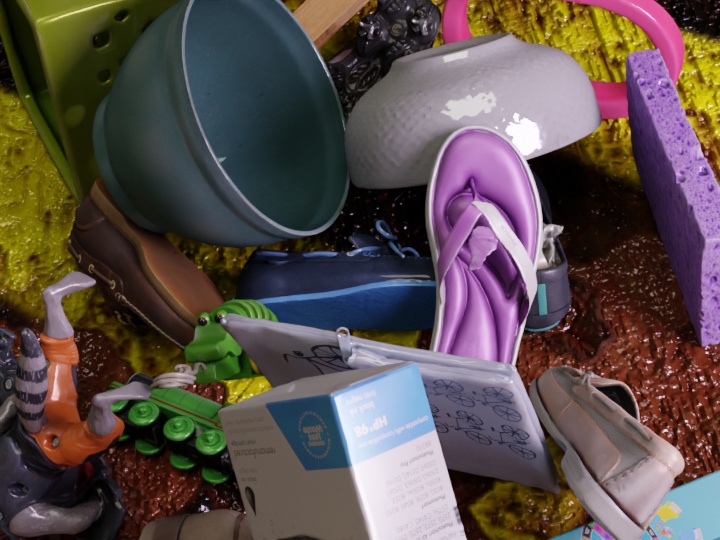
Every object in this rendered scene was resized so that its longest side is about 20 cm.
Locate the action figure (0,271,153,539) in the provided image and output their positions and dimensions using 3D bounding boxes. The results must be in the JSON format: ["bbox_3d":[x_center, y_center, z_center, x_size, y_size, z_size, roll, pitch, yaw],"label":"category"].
[{"bbox_3d":[-0.228,0.095,0.955,0.104,0.194,0.200,-6,45,-51],"label":"action figure"}]

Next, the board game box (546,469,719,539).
[{"bbox_3d":[0.184,0.211,0.837,0.198,0.047,0.152,-20,46,-5],"label":"board game box"}]

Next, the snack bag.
[{"bbox_3d":[0.020,0.085,0.899,0.198,0.189,0.022,10,67,21],"label":"snack bag"}]

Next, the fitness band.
[{"bbox_3d":[0.158,-0.183,1.136,0.198,0.144,0.038,11,52,21],"label":"fitness band"}]

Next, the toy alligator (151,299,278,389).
[{"bbox_3d":[-0.091,0.047,0.962,0.059,0.200,0.055,-9,86,18],"label":"toy alligator"}]

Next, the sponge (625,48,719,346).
[{"bbox_3d":[0.230,-0.056,1.025,0.029,0.112,0.201,-12,47,3],"label":"sponge"}]

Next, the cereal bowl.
[{"bbox_3d":[0.079,-0.129,1.084,0.198,0.084,0.200,-13,12,3],"label":"cereal bowl"}]

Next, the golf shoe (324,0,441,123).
[{"bbox_3d":[-0.007,-0.149,1.203,0.200,0.094,0.078,-41,83,5],"label":"golf shoe"}]

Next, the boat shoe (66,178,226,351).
[{"bbox_3d":[-0.166,0.009,1.099,0.071,0.070,0.200,-56,45,13],"label":"boat shoe"}]

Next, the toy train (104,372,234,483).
[{"bbox_3d":[-0.100,0.116,0.998,0.198,0.042,0.056,19,45,27],"label":"toy train"}]

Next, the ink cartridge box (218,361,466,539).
[{"bbox_3d":[0.001,0.161,0.804,0.066,0.202,0.115,-17,2,-39],"label":"ink cartridge box"}]

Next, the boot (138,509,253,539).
[{"bbox_3d":[-0.102,0.239,0.875,0.145,0.071,0.201,4,48,25],"label":"boot"}]

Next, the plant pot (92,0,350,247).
[{"bbox_3d":[-0.117,-0.103,1.084,0.133,0.200,0.202,-20,41,31],"label":"plant pot"}]

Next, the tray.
[{"bbox_3d":[-0.012,-0.234,1.211,0.098,0.037,0.200,-40,7,27],"label":"tray"}]

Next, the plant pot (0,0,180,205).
[{"bbox_3d":[-0.201,-0.202,1.209,0.180,0.201,0.199,-22,46,-15],"label":"plant pot"}]

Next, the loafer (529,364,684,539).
[{"bbox_3d":[0.155,0.100,0.883,0.063,0.072,0.200,-44,13,10],"label":"loafer"}]

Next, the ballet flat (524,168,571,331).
[{"bbox_3d":[0.114,-0.046,1.074,0.072,0.073,0.201,-15,46,0],"label":"ballet flat"}]

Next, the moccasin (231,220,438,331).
[{"bbox_3d":[0.000,0.000,1.048,0.197,0.081,0.069,-1,59,11],"label":"moccasin"}]

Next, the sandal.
[{"bbox_3d":[0.086,0.003,0.973,0.081,0.050,0.205,0,91,-2],"label":"sandal"}]
